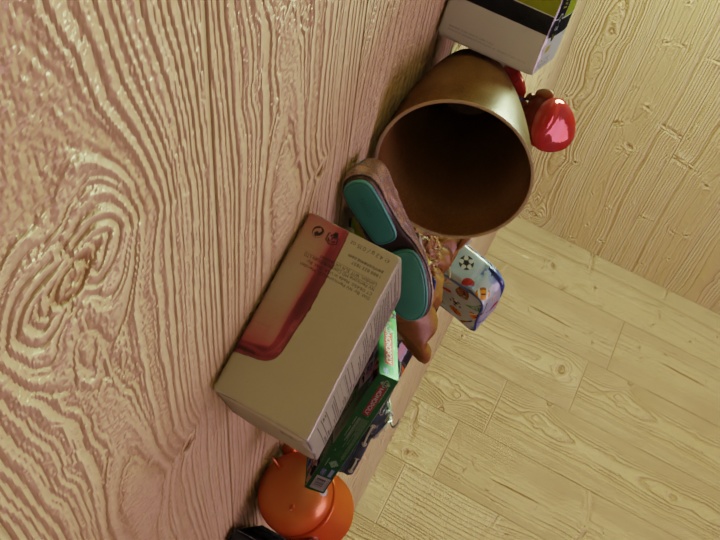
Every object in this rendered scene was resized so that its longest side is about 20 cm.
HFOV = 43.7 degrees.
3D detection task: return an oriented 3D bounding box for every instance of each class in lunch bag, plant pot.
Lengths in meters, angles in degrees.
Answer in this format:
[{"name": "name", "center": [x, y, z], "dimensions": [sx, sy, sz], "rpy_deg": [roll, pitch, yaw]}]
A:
[{"name": "lunch bag", "center": [0.137, 0.002, 1.462], "dimensions": [0.076, 0.199, 0.161], "rpy_deg": [-45, 165, -15]}, {"name": "plant pot", "center": [0.124, -0.177, 1.082], "dimensions": [0.202, 0.182, 0.189], "rpy_deg": [-72, 178, -45]}]

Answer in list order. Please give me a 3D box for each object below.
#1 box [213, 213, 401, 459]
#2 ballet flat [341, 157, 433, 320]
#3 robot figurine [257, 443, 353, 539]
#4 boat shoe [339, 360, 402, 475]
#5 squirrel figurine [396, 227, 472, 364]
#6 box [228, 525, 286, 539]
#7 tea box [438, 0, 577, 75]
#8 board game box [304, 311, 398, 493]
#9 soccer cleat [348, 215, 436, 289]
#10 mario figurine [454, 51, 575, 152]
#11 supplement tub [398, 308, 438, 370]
[{"name": "box", "center": [-0.047, 0.069, 0.908], "dimensions": [0.203, 0.107, 0.128], "rpy_deg": [-61, 169, -16]}, {"name": "ballet flat", "center": [0.040, -0.039, 1.013], "dimensions": [0.068, 0.067, 0.203], "rpy_deg": [-66, 141, -51]}, {"name": "robot figurine", "center": [-0.077, 0.333, 1.285], "dimensions": [0.146, 0.114, 0.201], "rpy_deg": [-68, 153, -21]}, {"name": "boat shoe", "center": [0.008, 0.188, 1.157], "dimensions": [0.202, 0.061, 0.075], "rpy_deg": [-61, -164, 24]}, {"name": "squirrel figurine", "center": [0.084, -0.004, 1.290], "dimensions": [0.188, 0.140, 0.201], "rpy_deg": [-53, 159, -17]}, {"name": "box", "center": [-0.157, 0.484, 1.276], "dimensions": [0.203, 0.122, 0.197], "rpy_deg": [-62, 171, -11]}, {"name": "tea box", "center": [0.208, -0.369, 1.108], "dimensions": [0.200, 0.132, 0.200], "rpy_deg": [-68, 169, 24]}, {"name": "board game box", "center": [-0.013, 0.155, 1.101], "dimensions": [0.202, 0.029, 0.136], "rpy_deg": [-59, -164, 30]}, {"name": "soccer cleat", "center": [0.044, -0.032, 1.100], "dimensions": [0.066, 0.082, 0.201], "rpy_deg": [-67, 151, -25]}, {"name": "mario figurine", "center": [0.203, -0.222, 1.237], "dimensions": [0.107, 0.197, 0.125], "rpy_deg": [-54, 166, -39]}, {"name": "supplement tub", "center": [0.042, 0.103, 1.434], "dimensions": [0.202, 0.105, 0.107], "rpy_deg": [-59, 169, -14]}]
